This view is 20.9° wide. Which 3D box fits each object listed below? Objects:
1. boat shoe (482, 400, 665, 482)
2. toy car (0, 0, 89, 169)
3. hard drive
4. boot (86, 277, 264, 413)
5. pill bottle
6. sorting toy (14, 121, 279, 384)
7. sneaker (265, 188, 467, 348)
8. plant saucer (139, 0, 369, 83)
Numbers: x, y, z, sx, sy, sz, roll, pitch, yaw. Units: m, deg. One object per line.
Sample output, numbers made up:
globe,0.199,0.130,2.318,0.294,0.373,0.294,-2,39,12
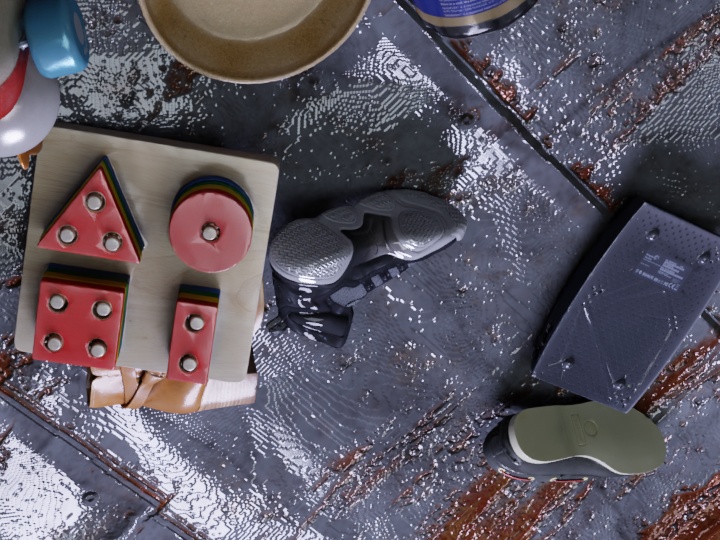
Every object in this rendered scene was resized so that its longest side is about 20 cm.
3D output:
boat shoe,0.211,0.169,1.903,0.201,0.074,0.063,5,157,-33
toy car,-0.290,-0.164,1.509,0.183,0.178,0.200,-13,152,4
hard drive,0.254,0.030,1.845,0.134,0.042,0.200,22,110,-28
boot,-0.164,0.040,1.694,0.154,0.074,0.201,-1,116,-12
pill bottle,0.070,-0.293,1.545,0.111,0.112,0.200,-26,128,-3
sorting toy,-0.180,-0.006,1.613,0.199,0.070,0.200,9,108,-4
sneaker,0.000,0.000,1.719,0.199,0.076,0.114,-15,137,-32
plant saucer,-0.085,-0.249,1.564,0.199,0.035,0.201,-9,121,-15
